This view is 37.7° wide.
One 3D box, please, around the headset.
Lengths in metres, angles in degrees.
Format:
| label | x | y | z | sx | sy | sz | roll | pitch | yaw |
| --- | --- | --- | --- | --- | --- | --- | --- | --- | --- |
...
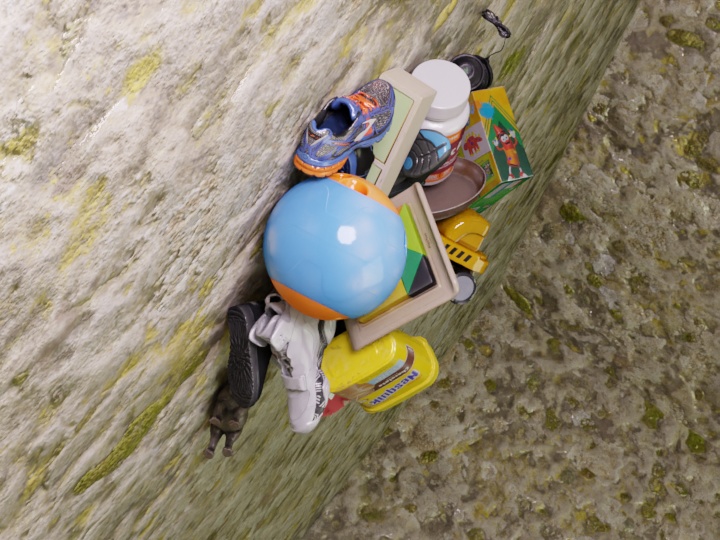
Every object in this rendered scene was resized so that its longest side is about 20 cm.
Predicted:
| label | x | y | z | sx | sy | sz | roll | pitch | yaw |
| --- | --- | --- | --- | --- | --- | --- | --- | --- | --- |
| headset | 0.182 | -0.352 | 1.836 | 0.200 | 0.094 | 0.123 | -45 | 173 | 21 |

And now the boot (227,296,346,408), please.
| label | x | y | z | sx | sy | sz | roll | pitch | yaw |
| --- | --- | --- | --- | --- | --- | --- | --- | --- | --- |
| boot | -0.103 | 0.107 | 1.601 | 0.198 | 0.065 | 0.167 | -16 | 118 | -41 |

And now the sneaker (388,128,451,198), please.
| label | x | y | z | sx | sy | sz | roll | pitch | yaw |
| --- | --- | --- | --- | --- | --- | --- | --- | --- | --- |
| sneaker | 0.080 | -0.168 | 1.673 | 0.081 | 0.074 | 0.199 | 2 | 163 | -40 |

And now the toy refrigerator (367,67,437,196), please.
| label | x | y | z | sx | sy | sz | roll | pitch | yaw |
| --- | --- | --- | --- | --- | --- | --- | --- | --- | --- |
| toy refrigerator | 0.033 | -0.196 | 1.592 | 0.070 | 0.075 | 0.201 | -36 | 156 | -57 |

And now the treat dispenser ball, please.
| label | x | y | z | sx | sy | sz | roll | pitch | yaw |
| --- | --- | --- | --- | --- | --- | --- | --- | --- | --- |
| treat dispenser ball | -0.035 | -0.032 | 1.450 | 0.202 | 0.200 | 0.201 | -52 | 167 | -18 |

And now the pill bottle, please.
| label | x | y | z | sx | sy | sz | roll | pitch | yaw |
| --- | --- | --- | --- | --- | --- | --- | --- | --- | --- |
| pill bottle | 0.114 | -0.238 | 1.704 | 0.114 | 0.114 | 0.201 | -50 | 166 | -26 |

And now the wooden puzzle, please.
| label | x | y | z | sx | sy | sz | roll | pitch | yaw |
| --- | --- | --- | --- | --- | --- | --- | --- | --- | --- |
| wooden puzzle | 0.035 | -0.006 | 1.539 | 0.199 | 0.187 | 0.037 | -32 | 153 | 26 |

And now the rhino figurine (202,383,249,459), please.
| label | x | y | z | sx | sy | sz | roll | pitch | yaw |
| --- | --- | --- | --- | --- | --- | --- | --- | --- | --- |
| rhino figurine | -0.209 | 0.220 | 1.723 | 0.088 | 0.059 | 0.201 | -71 | -179 | -49 |

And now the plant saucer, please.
| label | x | y | z | sx | sy | sz | roll | pitch | yaw |
| --- | --- | --- | --- | --- | --- | --- | --- | --- | --- |
| plant saucer | 0.114 | -0.135 | 1.782 | 0.200 | 0.198 | 0.032 | -44 | 136 | -43 |

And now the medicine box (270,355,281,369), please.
| label | x | y | z | sx | sy | sz | roll | pitch | yaw |
| --- | --- | --- | --- | --- | --- | --- | --- | --- | --- |
| medicine box | -0.072 | 0.113 | 1.887 | 0.183 | 0.102 | 0.200 | -56 | 168 | -6 |

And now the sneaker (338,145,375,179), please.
| label | x | y | z | sx | sy | sz | roll | pitch | yaw |
| --- | --- | --- | --- | --- | --- | --- | --- | --- | --- |
| sneaker | -0.015 | -0.143 | 1.552 | 0.078 | 0.070 | 0.201 | -48 | 167 | -26 |

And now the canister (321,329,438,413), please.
| label | x | y | z | sx | sy | sz | roll | pitch | yaw |
| --- | --- | --- | --- | --- | --- | --- | --- | --- | --- |
| canister | 0.024 | 0.150 | 1.654 | 0.147 | 0.087 | 0.200 | -29 | 157 | 13 |

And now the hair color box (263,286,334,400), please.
| label | x | y | z | sx | sy | sz | roll | pitch | yaw |
| --- | --- | --- | --- | --- | --- | --- | --- | --- | --- |
| hair color box | -0.085 | 0.109 | 1.698 | 0.111 | 0.064 | 0.200 | -54 | 135 | -11 |

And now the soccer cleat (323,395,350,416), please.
| label | x | y | z | sx | sy | sz | roll | pitch | yaw |
| --- | --- | --- | --- | --- | --- | --- | --- | --- | --- |
| soccer cleat | -0.025 | 0.169 | 1.832 | 0.201 | 0.066 | 0.077 | -55 | -165 | 18 |

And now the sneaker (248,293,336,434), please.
| label | x | y | z | sx | sy | sz | roll | pitch | yaw |
| --- | --- | --- | --- | --- | --- | --- | --- | --- | --- |
| sneaker | -0.104 | 0.130 | 1.514 | 0.114 | 0.075 | 0.203 | 11 | 85 | -36 |

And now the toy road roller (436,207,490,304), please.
| label | x | y | z | sx | sy | sz | roll | pitch | yaw |
| --- | --- | --- | --- | --- | --- | --- | --- | --- | --- |
| toy road roller | 0.127 | -0.050 | 1.769 | 0.147 | 0.198 | 0.123 | -61 | -158 | 9 |

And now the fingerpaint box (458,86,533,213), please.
| label | x | y | z | sx | sy | sz | roll | pitch | yaw |
| --- | --- | --- | --- | --- | --- | --- | --- | --- | --- |
| fingerpaint box | 0.208 | -0.206 | 1.872 | 0.072 | 0.169 | 0.200 | -13 | 169 | -24 |

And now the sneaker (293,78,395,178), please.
| label | x | y | z | sx | sy | sz | roll | pitch | yaw |
| --- | --- | --- | --- | --- | --- | --- | --- | --- | --- |
| sneaker | -0.012 | -0.204 | 1.420 | 0.200 | 0.075 | 0.079 | -49 | 162 | -37 |
